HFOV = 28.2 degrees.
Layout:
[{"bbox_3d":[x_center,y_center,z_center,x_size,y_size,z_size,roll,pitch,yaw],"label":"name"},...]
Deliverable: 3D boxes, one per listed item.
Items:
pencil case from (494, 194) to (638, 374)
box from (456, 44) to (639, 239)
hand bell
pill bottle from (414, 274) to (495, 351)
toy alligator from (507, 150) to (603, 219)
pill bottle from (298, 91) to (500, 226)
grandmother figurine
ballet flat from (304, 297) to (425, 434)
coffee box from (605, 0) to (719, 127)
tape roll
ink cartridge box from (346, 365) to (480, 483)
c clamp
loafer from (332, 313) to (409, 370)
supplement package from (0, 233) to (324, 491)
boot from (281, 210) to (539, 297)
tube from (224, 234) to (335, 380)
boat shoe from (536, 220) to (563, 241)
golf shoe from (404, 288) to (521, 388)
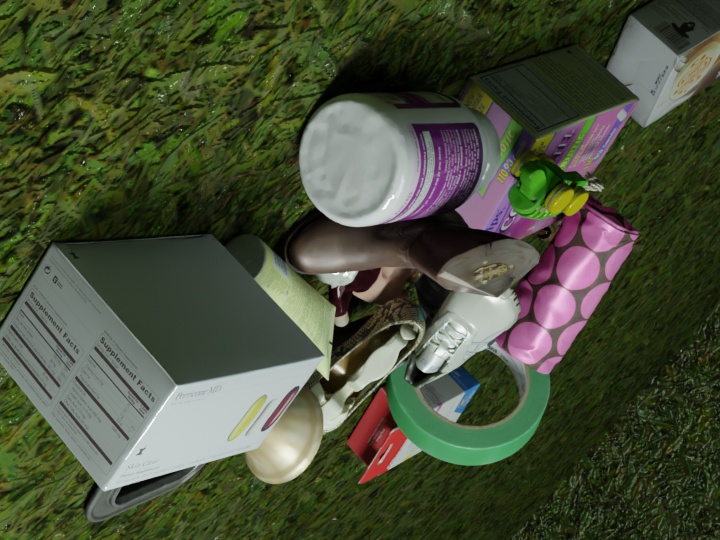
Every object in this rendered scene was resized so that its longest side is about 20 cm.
[{"bbox_3d":[0.219,0.010,1.568,0.090,0.094,0.201,24,113,-23],"label":"pencil case"},{"bbox_3d":[0.166,-0.121,1.482,0.199,0.097,0.177,-22,150,-45],"label":"box"},{"bbox_3d":[-0.134,0.132,1.389,0.104,0.104,0.200,-48,139,9],"label":"hand bell"},{"bbox_3d":[0.115,0.016,1.630,0.106,0.106,0.200,-41,160,-9],"label":"pill bottle"},{"bbox_3d":[0.185,-0.073,1.385,0.054,0.059,0.199,-51,158,17],"label":"toy alligator"},{"bbox_3d":[0.043,-0.101,1.261,0.199,0.112,0.113,-11,141,-56],"label":"pill bottle"},{"bbox_3d":[0.000,0.000,1.459,0.200,0.060,0.122,25,84,-66],"label":"grandmother figurine"},{"bbox_3d":[-0.010,0.110,1.477,0.200,0.068,0.075,-44,-163,7],"label":"ballet flat"},{"bbox_3d":[0.378,-0.265,1.644,0.199,0.080,0.115,-32,156,-32],"label":"coffee box"},{"bbox_3d":[0.132,0.138,1.759,0.200,0.200,0.048,-35,158,-25],"label":"tape roll"},{"bbox_3d":[0.061,0.199,1.928,0.199,0.067,0.117,-21,148,-48],"label":"ink cartridge box"},{"bbox_3d":[-0.205,0.193,1.462,0.199,0.027,0.171,-14,143,-54],"label":"c clamp"},{"bbox_3d":[-0.043,0.100,1.549,0.198,0.063,0.072,-18,131,-19],"label":"loafer"},{"bbox_3d":[-0.156,0.065,1.128,0.111,0.156,0.199,-54,157,23],"label":"supplement package"},{"bbox_3d":[0.042,-0.013,1.280,0.185,0.200,0.065,-15,111,-16],"label":"boot"},{"bbox_3d":[-0.067,0.032,1.325,0.058,0.052,0.200,-48,146,-2],"label":"tube"},{"bbox_3d":[0.233,-0.072,1.761,0.068,0.072,0.200,-39,150,-5],"label":"boat shoe"},{"bbox_3d":[0.101,0.068,1.489,0.097,0.078,0.200,-51,175,-27],"label":"golf shoe"}]
